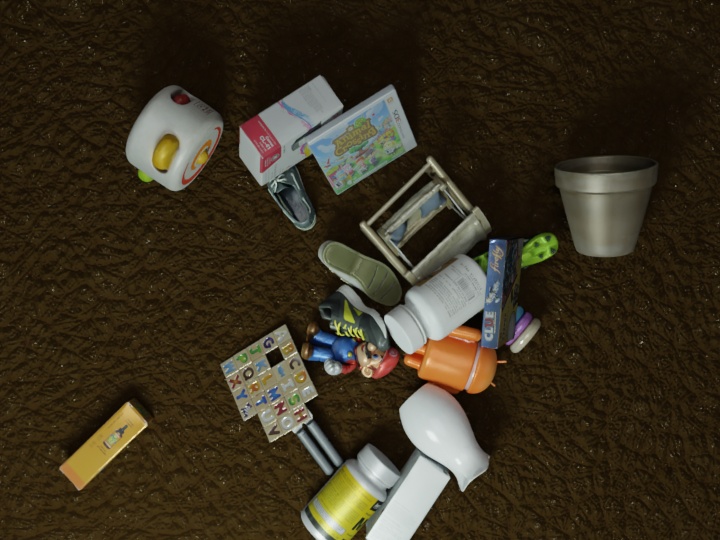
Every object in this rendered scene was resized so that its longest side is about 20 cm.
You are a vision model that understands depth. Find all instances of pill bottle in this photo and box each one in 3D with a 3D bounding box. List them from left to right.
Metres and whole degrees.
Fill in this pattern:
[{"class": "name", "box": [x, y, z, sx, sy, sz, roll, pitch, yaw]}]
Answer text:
[{"class": "pill bottle", "box": [-0.018, 0.457, 1.722, 0.114, 0.114, 0.200, 42, 92, 1]}, {"class": "pill bottle", "box": [0.149, 0.067, 1.638, 0.199, 0.114, 0.115, -35, 90, -16]}]

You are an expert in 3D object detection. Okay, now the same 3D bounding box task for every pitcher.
[{"class": "pitcher", "box": [0.177, 0.328, 1.706, 0.121, 0.171, 0.200, -44, 76, 10]}]

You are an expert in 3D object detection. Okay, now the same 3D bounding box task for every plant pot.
[{"class": "plant pot", "box": [0.487, -0.127, 1.687, 0.196, 0.200, 0.177, -5, 107, 1]}]

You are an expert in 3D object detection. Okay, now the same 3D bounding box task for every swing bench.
[{"class": "swing bench", "box": [0.133, -0.083, 1.710, 0.199, 0.130, 0.200, -43, 89, 0]}]

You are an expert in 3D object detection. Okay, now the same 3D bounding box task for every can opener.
[{"class": "can opener", "box": [-0.108, 0.330, 1.756, 0.052, 0.066, 0.201, -37, 96, -10]}]

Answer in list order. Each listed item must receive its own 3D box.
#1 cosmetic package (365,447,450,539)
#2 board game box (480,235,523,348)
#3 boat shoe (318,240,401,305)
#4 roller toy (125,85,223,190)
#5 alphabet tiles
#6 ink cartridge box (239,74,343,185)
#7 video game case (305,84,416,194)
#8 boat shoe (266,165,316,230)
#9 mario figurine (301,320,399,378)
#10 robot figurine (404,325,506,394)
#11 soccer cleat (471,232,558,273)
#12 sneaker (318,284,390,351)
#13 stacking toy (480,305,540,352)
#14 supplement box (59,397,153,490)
[{"class": "cosmetic package", "box": [0.095, 0.467, 1.722, 0.081, 0.113, 0.202, 32, 89, 1]}, {"class": "board game box", "box": [0.272, 0.038, 1.624, 0.034, 0.135, 0.204, 7, 96, 23]}, {"class": "boat shoe", "box": [0.000, 0.000, 1.743, 0.199, 0.068, 0.075, 37, 85, -20]}, {"class": "roller toy", "box": [-0.363, -0.260, 1.690, 0.139, 0.200, 0.184, 33, 71, 0]}, {"class": "alphabet tiles", "box": [-0.183, 0.237, 1.735, 0.166, 0.008, 0.202, -31, 68, 7]}, {"class": "ink cartridge box", "box": [-0.138, -0.274, 1.677, 0.199, 0.148, 0.086, -34, 80, -15]}, {"class": "video game case", "box": [0.006, -0.257, 1.695, 0.198, 0.183, 0.022, -31, 56, 1]}, {"class": "boat shoe", "box": [-0.155, -0.176, 1.748, 0.072, 0.062, 0.202, -30, 88, 4]}, {"class": "mario figurine", "box": [-0.017, 0.153, 1.727, 0.197, 0.106, 0.126, 12, 89, 3]}, {"class": "robot figurine", "box": [0.190, 0.180, 1.717, 0.197, 0.117, 0.146, 17, 88, 2]}, {"class": "soccer cleat", "box": [0.306, -0.026, 1.728, 0.197, 0.081, 0.069, -19, 96, -2]}, {"class": "sneaker", "box": [-0.013, 0.110, 1.694, 0.084, 0.200, 0.075, -29, 130, -18]}, {"class": "stacking toy", "box": [0.269, 0.074, 1.737, 0.199, 0.085, 0.086, 41, 91, 7]}, {"class": "supplement box", "box": [-0.523, 0.357, 1.758, 0.200, 0.069, 0.067, -43, 90, 3]}]
